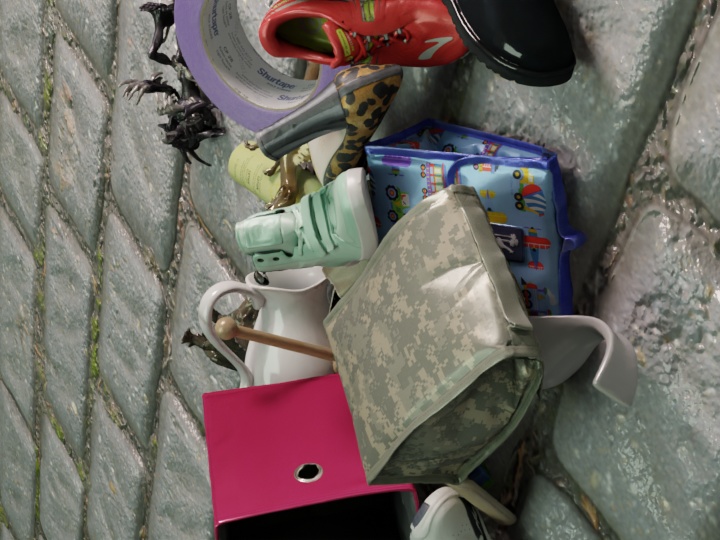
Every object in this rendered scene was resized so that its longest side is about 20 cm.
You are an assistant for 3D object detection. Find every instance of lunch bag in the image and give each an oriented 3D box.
[{"bbox_3d":[0.111,-0.038,1.207,0.199,0.094,0.152,13,118,42],"label":"lunch bag"},{"bbox_3d":[0.070,0.053,1.121,0.200,0.117,0.165,-54,43,43],"label":"lunch bag"}]

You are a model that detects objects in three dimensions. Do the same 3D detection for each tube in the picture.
[{"bbox_3d":[-0.070,-0.084,1.515,0.200,0.052,0.058,35,167,42],"label":"tube"}]

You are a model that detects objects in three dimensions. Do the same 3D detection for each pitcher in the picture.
[{"bbox_3d":[-0.090,0.091,1.509,0.121,0.170,0.202,33,131,55],"label":"pitcher"}]

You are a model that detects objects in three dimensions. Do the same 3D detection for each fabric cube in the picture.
[{"bbox_3d":[-0.047,0.242,1.411,0.200,0.194,0.202,-106,8,-56],"label":"fabric cube"}]

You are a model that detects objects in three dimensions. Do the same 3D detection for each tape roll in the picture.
[{"bbox_3d":[-0.080,-0.229,1.349,0.199,0.066,0.202,19,132,23],"label":"tape roll"}]

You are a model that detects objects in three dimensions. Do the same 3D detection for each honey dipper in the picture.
[{"bbox_3d":[-0.061,0.078,1.433,0.038,0.199,0.038,-26,56,46],"label":"honey dipper"}]

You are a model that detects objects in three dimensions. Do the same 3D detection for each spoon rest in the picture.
[{"bbox_3d":[0.161,0.068,1.159,0.099,0.061,0.200,34,168,-25],"label":"spoon rest"}]

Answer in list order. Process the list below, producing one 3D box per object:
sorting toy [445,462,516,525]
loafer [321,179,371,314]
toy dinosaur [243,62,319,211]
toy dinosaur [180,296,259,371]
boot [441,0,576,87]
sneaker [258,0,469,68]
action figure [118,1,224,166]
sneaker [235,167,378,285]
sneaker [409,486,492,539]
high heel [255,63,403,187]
[{"bbox_3d":[0.070,0.143,1.319,0.200,0.036,0.185,53,-176,28],"label":"sorting toy"},{"bbox_3d":[0.000,0.000,1.397,0.075,0.069,0.202,-120,28,-52],"label":"loafer"},{"bbox_3d":[-0.069,-0.161,1.476,0.101,0.058,0.202,28,110,41],"label":"toy dinosaur"},{"bbox_3d":[-0.158,0.093,1.720,0.102,0.077,0.201,27,151,10],"label":"toy dinosaur"},{"bbox_3d":[0.114,-0.262,1.073,0.201,0.076,0.169,59,152,35],"label":"boot"},{"bbox_3d":[0.004,-0.201,1.218,0.198,0.085,0.078,4,122,19],"label":"sneaker"},{"bbox_3d":[-0.226,-0.215,1.661,0.118,0.102,0.202,13,115,44],"label":"action figure"},{"bbox_3d":[-0.051,-0.035,1.256,0.200,0.117,0.075,122,140,-74],"label":"sneaker"},{"bbox_3d":[0.126,0.294,1.313,0.129,0.079,0.200,25,142,42],"label":"sneaker"},{"bbox_3d":[0.011,-0.133,1.268,0.142,0.200,0.072,-27,77,23],"label":"high heel"}]
